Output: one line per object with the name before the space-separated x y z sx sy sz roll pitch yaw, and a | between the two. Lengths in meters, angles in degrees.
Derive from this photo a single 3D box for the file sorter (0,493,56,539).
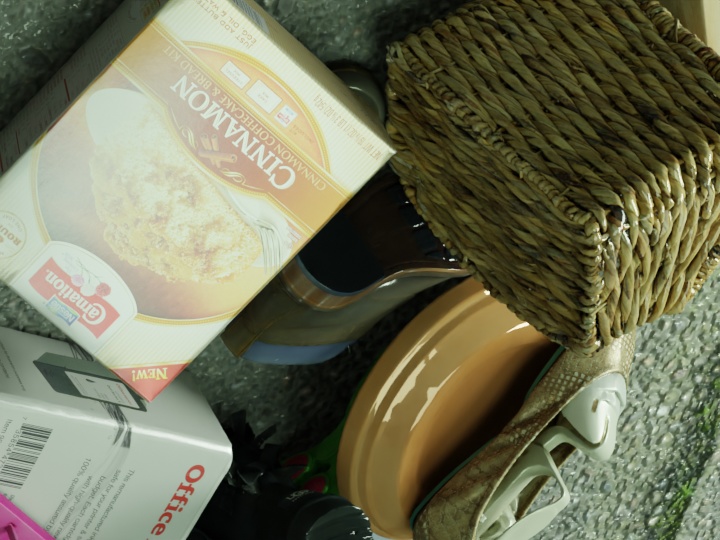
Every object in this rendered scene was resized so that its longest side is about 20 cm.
file sorter | -0.232 0.212 1.574 0.139 0.126 0.200 -36 135 7

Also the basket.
basket | 0.128 -0.063 1.616 0.149 0.200 0.143 -31 144 -22

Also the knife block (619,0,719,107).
knife block | 0.207 -0.124 1.632 0.064 0.176 0.201 2 124 -39

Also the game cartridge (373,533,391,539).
game cartridge | 0.015 0.226 1.904 0.133 0.041 0.201 4 123 -27

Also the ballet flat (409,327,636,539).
ballet flat | 0.116 0.110 1.720 0.200 0.065 0.070 -50 147 0

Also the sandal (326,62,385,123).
sandal | -0.060 -0.037 1.637 0.200 0.055 0.082 -39 134 3

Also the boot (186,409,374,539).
boot | -0.053 0.198 1.728 0.073 0.162 0.199 -14 112 -30

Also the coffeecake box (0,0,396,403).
coffeecake box | -0.107 -0.054 1.552 0.153 0.073 0.200 41 101 -21

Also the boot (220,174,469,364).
boot | 0.000 0.000 1.689 0.200 0.075 0.097 -13 157 -49

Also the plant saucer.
plant saucer | 0.073 0.088 1.741 0.200 0.037 0.201 -29 139 -28

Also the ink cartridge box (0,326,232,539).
ink cartridge box | -0.199 0.119 1.662 0.199 0.084 0.146 16 116 -36

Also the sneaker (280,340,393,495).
sneaker | 0.006 0.130 1.794 0.200 0.077 0.084 -46 136 15
